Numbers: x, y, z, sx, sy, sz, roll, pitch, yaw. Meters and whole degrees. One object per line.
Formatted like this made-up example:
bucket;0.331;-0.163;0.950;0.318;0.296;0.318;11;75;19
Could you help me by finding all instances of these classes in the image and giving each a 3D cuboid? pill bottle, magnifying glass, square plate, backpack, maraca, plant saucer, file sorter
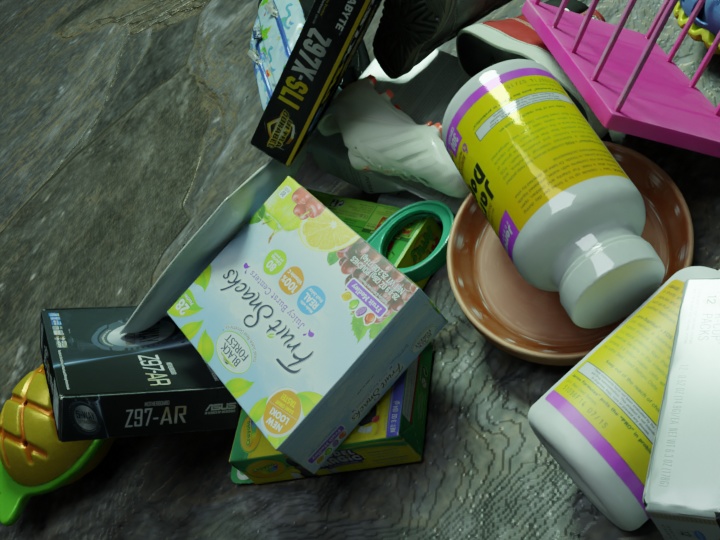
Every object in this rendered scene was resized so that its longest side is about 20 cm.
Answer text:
pill bottle;0.145;-0.058;0.709;0.103;0.104;0.202;-32;55;9
magnifying glass;0.000;0.000;0.849;0.198;0.022;0.080;-30;43;15
square plate;-0.137;-0.032;0.933;0.200;0.028;0.198;-46;4;30
backpack;-0.052;-0.237;1.093;0.153;0.163;0.201;-42;46;10
maraca;-0.320;0.168;0.953;0.200;0.107;0.137;-43;45;3
plant saucer;0.169;-0.016;0.768;0.197;0.032;0.203;-9;60;16
file sorter;0.243;-0.205;0.752;0.201;0.137;0.127;-106;32;-49
pill bottle;0.215;0.070;0.628;0.200;0.104;0.104;-42;40;-2

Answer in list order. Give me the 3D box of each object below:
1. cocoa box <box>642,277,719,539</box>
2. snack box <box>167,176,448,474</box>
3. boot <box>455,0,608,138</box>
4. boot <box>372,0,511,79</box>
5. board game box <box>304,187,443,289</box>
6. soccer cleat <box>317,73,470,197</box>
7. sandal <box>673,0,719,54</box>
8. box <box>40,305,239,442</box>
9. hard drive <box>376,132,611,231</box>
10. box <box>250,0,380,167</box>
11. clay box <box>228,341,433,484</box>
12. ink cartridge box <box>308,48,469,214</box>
cocoa box;0.248;0.112;0.489;0.130;0.200;0.135;-1;53;36
snack box;-0.051;0.040;0.797;0.169;0.068;0.200;-47;48;-1
boot;0.200;-0.197;0.874;0.142;0.073;0.200;-23;43;-18
boot;0.112;-0.280;0.911;0.198;0.073;0.182;-31;-1;-19
board game box;-0.017;-0.018;0.933;0.198;0.048;0.102;15;65;45
soccer cleat;0.033;-0.112;0.877;0.077;0.069;0.200;-42;48;-2
sandal;0.335;-0.218;0.800;0.078;0.088;0.202;-6;45;-12
box;-0.216;0.091;0.892;0.158;0.044;0.200;0;20;-23
hard drive;0.124;-0.092;0.902;0.198;0.033;0.140;17;65;45
box;-0.028;-0.218;0.895;0.202;0.049;0.160;-60;2;29
clay box;-0.036;0.118;0.824;0.197;0.048;0.116;-14;47;27
ink cartridge box;0.067;-0.141;0.947;0.198;0.057;0.163;30;73;27
